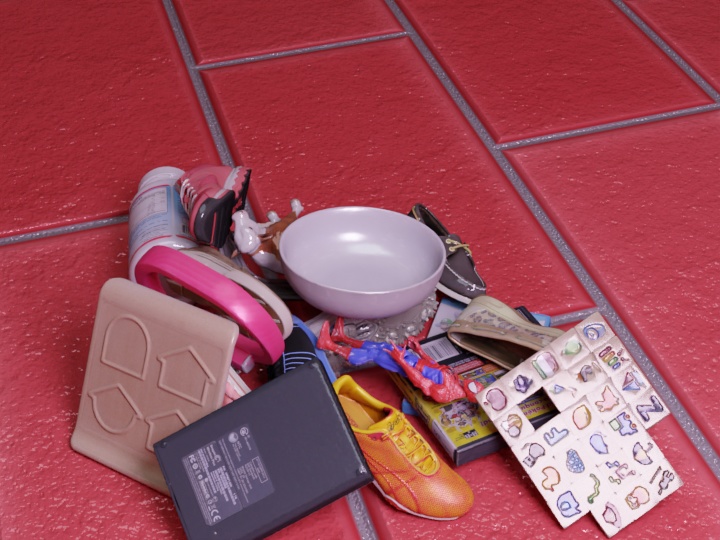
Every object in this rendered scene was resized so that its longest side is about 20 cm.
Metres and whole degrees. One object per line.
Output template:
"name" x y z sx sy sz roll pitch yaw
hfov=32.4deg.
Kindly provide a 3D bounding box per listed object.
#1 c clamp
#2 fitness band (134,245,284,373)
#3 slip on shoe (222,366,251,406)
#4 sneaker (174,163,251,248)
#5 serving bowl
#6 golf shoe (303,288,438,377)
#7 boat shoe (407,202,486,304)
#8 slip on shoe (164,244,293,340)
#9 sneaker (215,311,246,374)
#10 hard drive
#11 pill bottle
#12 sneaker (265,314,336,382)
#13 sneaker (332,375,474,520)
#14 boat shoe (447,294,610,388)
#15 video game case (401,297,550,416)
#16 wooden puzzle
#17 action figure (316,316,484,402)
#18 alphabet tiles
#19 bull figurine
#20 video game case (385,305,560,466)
"c clamp" -0.120 -0.027 1.595 0.197 0.027 0.172 7 42 -35
"fitness band" -0.172 0.045 1.390 0.198 0.145 0.038 26 62 26
"slip on shoe" -0.182 0.120 1.399 0.061 0.074 0.200 -40 83 -17
"sneaker" -0.197 -0.085 1.545 0.085 0.075 0.200 14 20 2
"serving bowl" 0.000 0.000 1.464 0.196 0.067 0.201 4 31 -2
"golf shoe" 0.001 0.054 1.525 0.198 0.079 0.097 -23 36 -26
"boat shoe" 0.106 -0.022 1.596 0.071 0.061 0.201 18 18 -36
"slip on shoe" -0.147 0.022 1.459 0.198 0.077 0.060 21 36 35
"sneaker" -0.165 0.100 1.487 0.198 0.075 0.087 -29 57 -21
"hard drive" -0.101 0.196 1.275 0.198 0.033 0.141 -28 68 3
"pill bottle" -0.253 -0.049 1.635 0.107 0.110 0.201 -6 37 -5
"sneaker" -0.077 0.126 1.411 0.077 0.071 0.201 -4 42 -34
"sneaker" 0.037 0.192 1.310 0.199 0.077 0.073 35 50 4
"boat shoe" 0.189 0.098 1.395 0.198 0.074 0.063 27 53 35
"video game case" 0.142 0.111 1.488 0.141 0.018 0.201 9 39 14
"wooden puzzle" -0.224 0.129 1.370 0.183 0.203 0.046 19 9 25
"action figure" 0.049 0.102 1.390 0.198 0.052 0.065 25 15 18
"alphabet tiles" 0.244 0.170 1.313 0.166 0.008 0.201 -32 75 -7
"bull figurine" -0.076 -0.030 1.564 0.198 0.065 0.122 28 38 -14
"video game case" 0.152 0.127 1.432 0.197 0.026 0.181 -17 40 -20
